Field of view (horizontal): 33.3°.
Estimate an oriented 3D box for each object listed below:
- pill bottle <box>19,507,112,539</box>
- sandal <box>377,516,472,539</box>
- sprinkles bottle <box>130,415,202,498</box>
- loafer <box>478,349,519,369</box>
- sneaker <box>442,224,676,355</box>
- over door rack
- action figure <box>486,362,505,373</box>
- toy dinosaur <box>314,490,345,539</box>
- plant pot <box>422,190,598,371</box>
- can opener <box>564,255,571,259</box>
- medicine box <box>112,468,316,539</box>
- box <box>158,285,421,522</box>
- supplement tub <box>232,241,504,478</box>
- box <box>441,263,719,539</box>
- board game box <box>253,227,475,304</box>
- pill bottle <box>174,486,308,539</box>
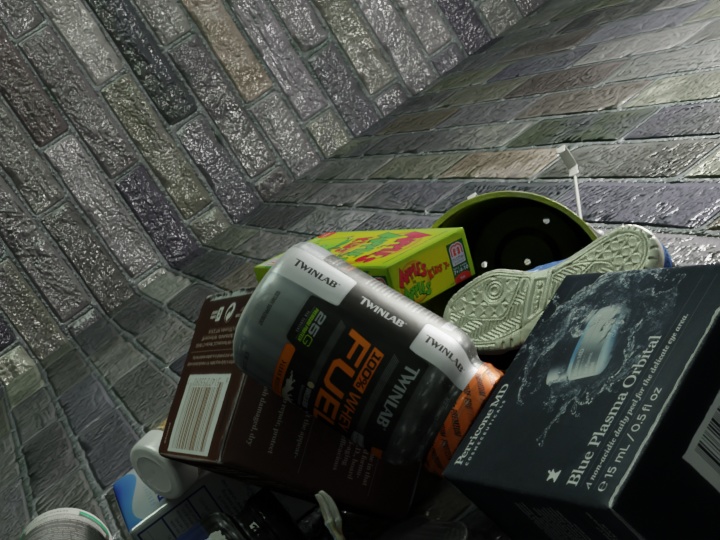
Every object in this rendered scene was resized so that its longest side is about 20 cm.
[{"bbox_3d":[-0.326,0.343,1.301,0.113,0.113,0.200,-34,13,-3],"label":"pill bottle"},{"bbox_3d":[0.055,0.238,0.978,0.075,0.045,0.200,-30,-1,-8],"label":"sandal"},{"bbox_3d":[-0.148,0.146,1.239,0.068,0.068,0.200,-18,21,47],"label":"sprinkles bottle"},{"bbox_3d":[0.170,0.059,1.086,0.199,0.073,0.073,18,72,28],"label":"loafer"},{"bbox_3d":[0.176,0.029,1.034,0.199,0.077,0.111,-26,-27,21],"label":"sneaker"},{"bbox_3d":[0.216,-0.046,1.472,0.147,0.067,0.201,-28,36,20],"label":"over door rack"},{"bbox_3d":[0.156,0.137,1.057,0.199,0.100,0.065,9,37,37],"label":"action figure"},{"bbox_3d":[-0.018,0.275,0.886,0.105,0.201,0.181,-38,-14,24],"label":"toy dinosaur"},{"bbox_3d":[0.163,0.006,1.239,0.200,0.201,0.193,-29,4,17],"label":"plant pot"},{"bbox_3d":[0.183,0.018,1.366,0.199,0.067,0.053,-24,-7,19],"label":"can opener"},{"bbox_3d":[-0.153,0.235,1.304,0.199,0.103,0.182,-35,14,-12],"label":"medicine box"},{"bbox_3d":[-0.056,0.126,1.136,0.166,0.199,0.165,-10,61,61],"label":"box"},{"bbox_3d":[0.007,0.074,0.967,0.123,0.199,0.123,-55,-14,-21],"label":"supplement tub"},{"bbox_3d":[0.193,0.108,0.850,0.197,0.117,0.200,-55,20,-19],"label":"box"},{"bbox_3d":[0.000,0.000,1.137,0.101,0.048,0.199,-26,16,-37],"label":"board game box"},{"bbox_3d":[-0.138,0.289,1.072,0.200,0.112,0.112,-37,14,-14],"label":"pill bottle"}]
